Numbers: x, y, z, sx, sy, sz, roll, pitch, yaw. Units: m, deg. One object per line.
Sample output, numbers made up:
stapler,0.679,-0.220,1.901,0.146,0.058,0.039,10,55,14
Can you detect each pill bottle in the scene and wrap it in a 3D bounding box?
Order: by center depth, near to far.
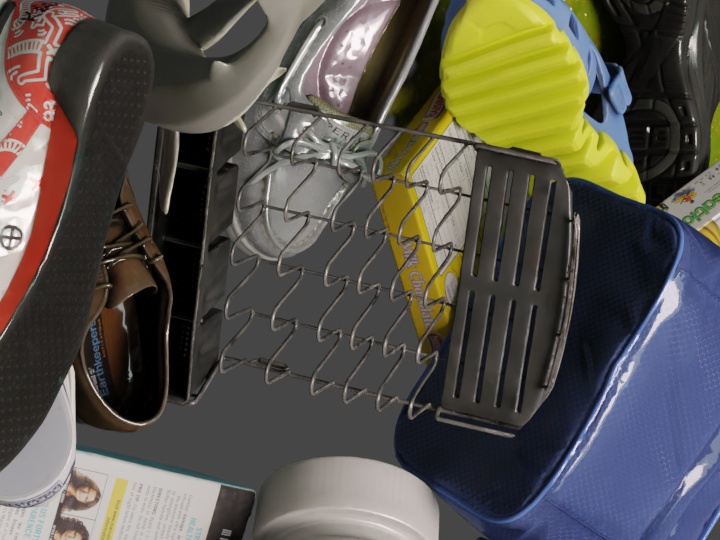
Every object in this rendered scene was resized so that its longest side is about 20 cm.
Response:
pill bottle,-0.012,0.195,1.236,0.110,0.109,0.200,43,40,-40

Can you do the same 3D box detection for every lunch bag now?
lunch bag,0.124,0.071,1.308,0.132,0.136,0.200,31,90,-35

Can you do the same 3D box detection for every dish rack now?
dish rack,0.000,0.000,1.228,0.055,0.200,0.154,-41,140,-66

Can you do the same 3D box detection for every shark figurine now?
shark figurine,-0.085,-0.093,1.121,0.089,0.214,0.128,12,87,-25

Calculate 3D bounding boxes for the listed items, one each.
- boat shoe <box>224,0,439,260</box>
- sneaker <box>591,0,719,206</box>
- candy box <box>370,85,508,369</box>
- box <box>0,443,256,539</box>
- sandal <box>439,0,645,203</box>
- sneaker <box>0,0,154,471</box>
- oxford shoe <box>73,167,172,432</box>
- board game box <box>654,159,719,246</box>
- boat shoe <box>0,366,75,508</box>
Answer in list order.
boat shoe,-0.008,-0.098,1.283,0.074,0.065,0.202,29,84,-42
sneaker,0.178,-0.111,1.453,0.091,0.076,0.200,-14,114,-50
candy box,0.057,0.012,1.376,0.102,0.026,0.200,-56,136,-52
box,-0.145,0.120,1.220,0.200,0.049,0.082,18,87,-44
sandal,0.094,-0.101,1.358,0.200,0.079,0.087,56,34,-56
sneaker,-0.165,-0.019,1.089,0.067,0.108,0.202,13,97,-65
oxford shoe,-0.120,-0.020,1.187,0.073,0.084,0.200,-26,114,-31
board game box,0.181,0.044,1.464,0.126,0.035,0.200,-36,137,-11
boat shoe,-0.169,0.008,1.145,0.073,0.065,0.200,-10,79,-2
